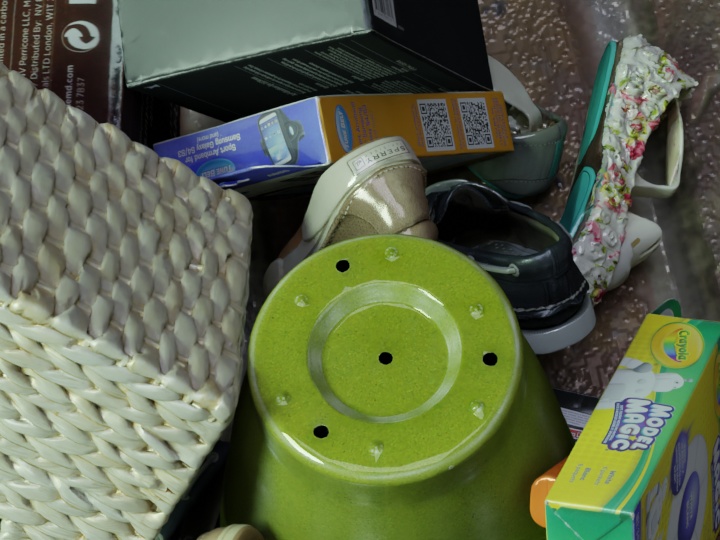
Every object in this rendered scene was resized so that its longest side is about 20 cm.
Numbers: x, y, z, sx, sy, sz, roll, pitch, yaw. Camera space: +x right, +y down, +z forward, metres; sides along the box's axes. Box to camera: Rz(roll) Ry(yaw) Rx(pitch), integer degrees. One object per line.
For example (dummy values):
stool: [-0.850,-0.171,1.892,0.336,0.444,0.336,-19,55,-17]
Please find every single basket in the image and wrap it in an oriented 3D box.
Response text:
basket: [-0.166,0.029,1.113,0.197,0.161,0.201,28,29,-16]

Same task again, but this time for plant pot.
plant pot: [0.016,0.083,1.142,0.198,0.193,0.202,-2,61,4]

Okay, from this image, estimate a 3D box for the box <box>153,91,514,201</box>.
box: [-0.019,-0.067,1.263,0.118,0.199,0.042,-13,85,36]

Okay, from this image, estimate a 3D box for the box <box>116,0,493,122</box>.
box: [-0.027,-0.133,1.259,0.140,0.200,0.080,-13,80,19]

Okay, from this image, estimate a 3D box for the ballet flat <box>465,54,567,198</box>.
ballet flat: [0.040,-0.118,1.370,0.199,0.064,0.067,35,42,19]

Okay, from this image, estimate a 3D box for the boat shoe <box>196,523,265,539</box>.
boat shoe: [-0.080,0.204,1.141,0.064,0.201,0.071,15,37,16]

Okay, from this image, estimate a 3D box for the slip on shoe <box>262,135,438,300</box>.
slip on shoe: [0.000,0.000,1.242,0.076,0.200,0.061,-23,72,-25]

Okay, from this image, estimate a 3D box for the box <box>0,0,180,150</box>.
box: [-0.195,-0.079,1.295,0.163,0.200,0.167,-3,62,3]

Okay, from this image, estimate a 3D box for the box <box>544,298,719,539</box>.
box: [0.142,0.108,1.125,0.048,0.118,0.200,6,31,20]

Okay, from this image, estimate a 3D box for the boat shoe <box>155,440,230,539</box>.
boat shoe: [-0.111,0.177,1.227,0.061,0.075,0.201,4,53,19]

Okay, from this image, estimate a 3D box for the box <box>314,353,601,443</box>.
box: [0.037,0.131,1.251,0.198,0.049,0.161,11,61,11]

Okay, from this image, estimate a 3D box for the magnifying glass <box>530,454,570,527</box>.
magnifying glass: [0.125,0.095,1.164,0.022,0.200,0.080,6,100,23]

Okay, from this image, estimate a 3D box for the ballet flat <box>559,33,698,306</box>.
ballet flat: [0.149,-0.046,1.326,0.063,0.076,0.201,20,68,-3]

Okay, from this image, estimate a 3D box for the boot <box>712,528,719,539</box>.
boot: [0.165,0.192,1.199,0.075,0.108,0.200,4,33,33]

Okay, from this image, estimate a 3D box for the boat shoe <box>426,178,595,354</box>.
boat shoe: [0.062,-0.020,1.275,0.075,0.061,0.200,-28,31,-24]
